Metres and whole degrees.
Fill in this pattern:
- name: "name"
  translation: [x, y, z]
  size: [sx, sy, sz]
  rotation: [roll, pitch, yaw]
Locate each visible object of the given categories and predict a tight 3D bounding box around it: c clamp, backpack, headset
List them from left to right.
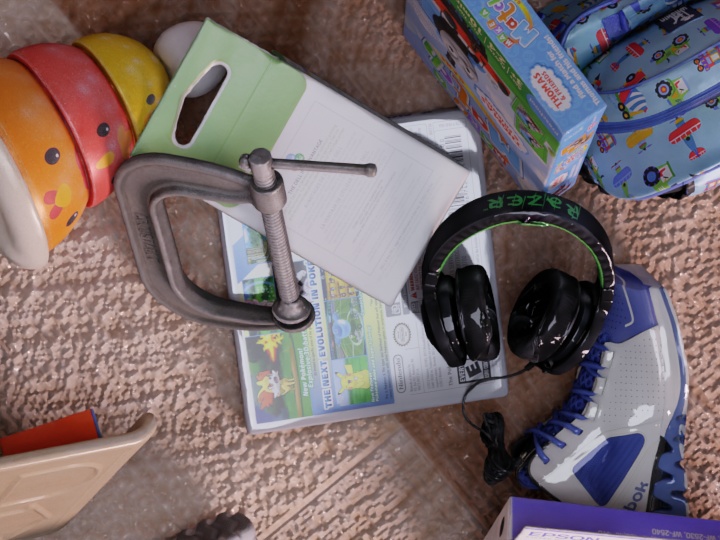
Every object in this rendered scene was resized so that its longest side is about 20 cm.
- name: "c clamp"
  translation: [-0.074, -0.015, 1.547]
  size: [0.170, 0.200, 0.027]
  rotation: [12, 56, 9]
- name: "headset"
  translation: [0.098, 0.042, 1.589]
  size: [0.123, 0.094, 0.201]
  rotation: [5, 131, -4]
- name: "backpack"
  translation: [0.208, -0.125, 1.555]
  size: [0.182, 0.200, 0.135]
  rotation: [-26, 103, -1]

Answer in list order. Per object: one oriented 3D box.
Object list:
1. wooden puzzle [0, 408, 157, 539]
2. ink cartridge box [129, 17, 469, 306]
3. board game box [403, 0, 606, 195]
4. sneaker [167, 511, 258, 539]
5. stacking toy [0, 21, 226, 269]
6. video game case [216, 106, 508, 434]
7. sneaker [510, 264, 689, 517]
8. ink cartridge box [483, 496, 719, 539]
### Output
- name: "wooden puzzle"
  translation: [-0.245, 0.139, 1.542]
  size: [0.199, 0.185, 0.046]
  rotation: [-14, 74, -30]
- name: "ink cartridge box"
  translation: [-0.041, -0.072, 1.581]
  size: [0.200, 0.059, 0.104]
  rotation: [30, 96, -13]
- name: "board game box"
  translation: [0.085, -0.126, 1.518]
  size: [0.037, 0.200, 0.151]
  rotation: [-36, 81, -6]
- name: "sneaker"
  translation: [-0.149, 0.242, 1.646]
  size: [0.199, 0.075, 0.082]
  rotation: [-25, 107, 1]
- name: "stacking toy"
  translation: [-0.170, -0.106, 1.564]
  size: [0.200, 0.146, 0.147]
  rotation: [-31, 103, -17]
- name: "video game case"
  translation: [0.000, 0.000, 1.645]
  size: [0.181, 0.022, 0.201]
  rotation: [-8, 103, -6]
- name: "sneaker"
  translation: [0.158, 0.102, 1.654]
  size: [0.115, 0.081, 0.200]
  rotation: [-6, 103, -8]
- name: "ink cartridge box"
  translation: [0.182, 0.191, 1.621]
  size: [0.197, 0.200, 0.044]
  rotation: [7, 67, -7]
